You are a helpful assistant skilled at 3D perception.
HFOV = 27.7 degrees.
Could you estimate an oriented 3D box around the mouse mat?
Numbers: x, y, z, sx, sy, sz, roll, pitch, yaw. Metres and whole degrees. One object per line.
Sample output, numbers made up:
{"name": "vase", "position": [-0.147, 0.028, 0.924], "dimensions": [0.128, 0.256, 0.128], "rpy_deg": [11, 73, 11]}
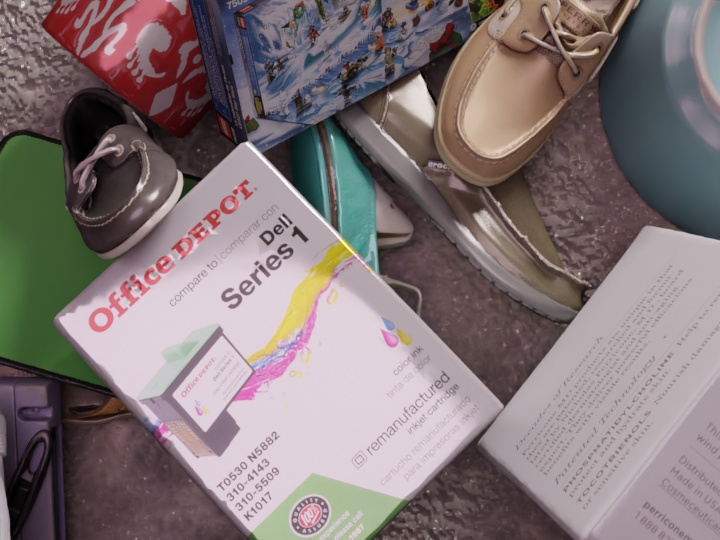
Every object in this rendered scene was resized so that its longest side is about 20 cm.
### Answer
{"name": "mouse mat", "position": [-0.152, -0.001, 0.875], "dimensions": [0.199, 0.008, 0.162], "rpy_deg": [15, 58, 8]}

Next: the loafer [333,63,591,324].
{"name": "loafer", "position": [0.068, -0.051, 0.861], "dimensions": [0.070, 0.075, 0.200], "rpy_deg": [-44, 82, 4]}

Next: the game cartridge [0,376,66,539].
{"name": "game cartridge", "position": [-0.239, 0.162, 0.870], "dimensions": [0.129, 0.038, 0.202], "rpy_deg": [1, 97, 11]}

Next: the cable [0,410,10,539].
{"name": "cable", "position": [-0.272, 0.166, 0.774], "dimensions": [0.199, 0.069, 0.201], "rpy_deg": [-35, 48, 13]}

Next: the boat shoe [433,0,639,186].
{"name": "boat shoe", "position": [0.109, -0.137, 0.839], "dimensions": [0.071, 0.065, 0.201], "rpy_deg": [35, 69, -6]}

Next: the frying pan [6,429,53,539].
{"name": "frying pan", "position": [-0.209, 0.197, 0.843], "dimensions": [0.190, 0.031, 0.115], "rpy_deg": [-44, 92, 13]}

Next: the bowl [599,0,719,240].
{"name": "bowl", "position": [0.242, -0.118, 0.839], "dimensions": [0.199, 0.105, 0.202], "rpy_deg": [-1, 83, 5]}

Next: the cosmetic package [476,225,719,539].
{"name": "cosmetic package", "position": [0.192, 0.096, 0.752], "dimensions": [0.167, 0.200, 0.167], "rpy_deg": [39, 89, -11]}

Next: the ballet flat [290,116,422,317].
{"name": "ballet flat", "position": [0.000, 0.000, 0.875], "dimensions": [0.070, 0.067, 0.202], "rpy_deg": [-3, 83, -19]}

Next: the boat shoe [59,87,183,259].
{"name": "boat shoe", "position": [-0.143, -0.059, 0.812], "dimensions": [0.067, 0.200, 0.057], "rpy_deg": [-44, 109, 3]}

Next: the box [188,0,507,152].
{"name": "box", "position": [-0.002, -0.168, 0.818], "dimensions": [0.199, 0.138, 0.040], "rpy_deg": [-30, 45, -23]}

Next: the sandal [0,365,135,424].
{"name": "sandal", "position": [-0.153, 0.053, 0.879], "dimensions": [0.198, 0.054, 0.081], "rpy_deg": [-11, 83, 0]}

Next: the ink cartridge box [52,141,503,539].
{"name": "ink cartridge box", "position": [-0.045, 0.054, 0.786], "dimensions": [0.145, 0.084, 0.200], "rpy_deg": [-43, 83, -8]}

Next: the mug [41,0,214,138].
{"name": "mug", "position": [-0.071, -0.176, 0.863], "dimensions": [0.177, 0.133, 0.200], "rpy_deg": [40, 92, 10]}
